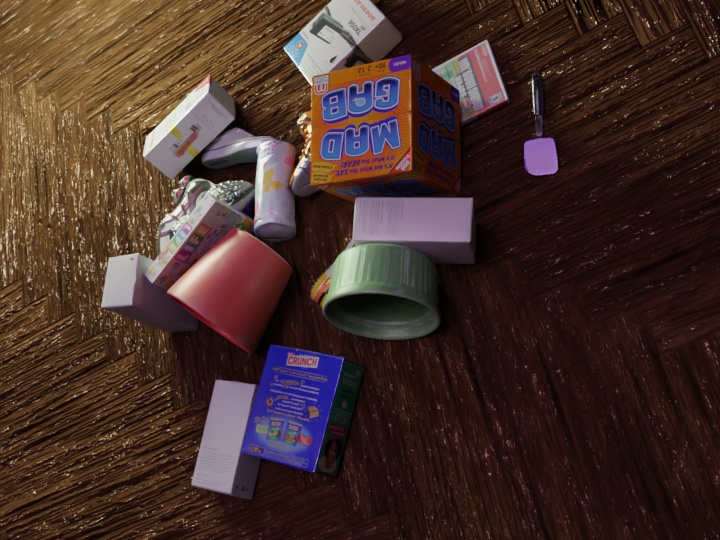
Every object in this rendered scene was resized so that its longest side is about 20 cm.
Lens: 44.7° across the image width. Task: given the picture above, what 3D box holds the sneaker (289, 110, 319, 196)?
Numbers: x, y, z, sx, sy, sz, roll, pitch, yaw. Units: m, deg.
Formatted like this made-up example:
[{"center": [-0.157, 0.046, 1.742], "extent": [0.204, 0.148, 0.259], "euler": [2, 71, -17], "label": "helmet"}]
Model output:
[{"center": [-0.094, -0.242, 1.745], "extent": [0.112, 0.078, 0.200], "euler": [28, 77, 40], "label": "sneaker"}]

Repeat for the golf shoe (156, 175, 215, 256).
[{"center": [-0.354, -0.096, 1.787], "extent": [0.088, 0.077, 0.201], "euler": [11, 79, 27], "label": "golf shoe"}]

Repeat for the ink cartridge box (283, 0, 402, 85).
[{"center": [-0.036, -0.462, 1.777], "extent": [0.200, 0.084, 0.145], "euler": [-42, 56, 11], "label": "ink cartridge box"}]

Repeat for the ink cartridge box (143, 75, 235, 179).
[{"center": [-0.368, -0.310, 1.892], "extent": [0.200, 0.083, 0.145], "euler": [-41, 26, 12], "label": "ink cartridge box"}]

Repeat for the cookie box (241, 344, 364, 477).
[{"center": [-0.102, 0.247, 1.557], "extent": [0.170, 0.075, 0.201], "euler": [7, 76, 34], "label": "cookie box"}]

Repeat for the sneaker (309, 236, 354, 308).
[{"center": [0.000, 0.000, 1.602], "extent": [0.090, 0.070, 0.200], "euler": [42, 93, 15], "label": "sneaker"}]

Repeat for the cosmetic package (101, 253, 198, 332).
[{"center": [-0.410, 0.048, 1.744], "extent": [0.084, 0.200, 0.108], "euler": [-6, 68, 29], "label": "cosmetic package"}]

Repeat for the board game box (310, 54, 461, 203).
[{"center": [0.048, -0.237, 1.552], "extent": [0.199, 0.200, 0.201], "euler": [-5, 80, 30], "label": "board game box"}]

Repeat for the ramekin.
[{"center": [0.040, 0.035, 1.480], "extent": [0.199, 0.200, 0.098], "euler": [-9, 60, 29], "label": "ramekin"}]

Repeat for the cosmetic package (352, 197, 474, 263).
[{"center": [0.095, -0.066, 1.491], "extent": [0.199, 0.108, 0.085], "euler": [0, 69, 9], "label": "cosmetic package"}]

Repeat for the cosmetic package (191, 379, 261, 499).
[{"center": [-0.234, 0.310, 1.617], "extent": [0.101, 0.074, 0.201], "euler": [4, 72, 32], "label": "cosmetic package"}]

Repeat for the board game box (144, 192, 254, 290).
[{"center": [-0.308, -0.041, 1.700], "extent": [0.200, 0.134, 0.034], "euler": [-51, 55, 6], "label": "board game box"}]

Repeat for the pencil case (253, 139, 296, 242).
[{"center": [-0.168, -0.158, 1.744], "extent": [0.083, 0.091, 0.201], "euler": [-6, 69, 10], "label": "pencil case"}]

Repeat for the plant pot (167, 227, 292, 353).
[{"center": [-0.235, 0.031, 1.661], "extent": [0.200, 0.200, 0.178], "euler": [26, 76, 36], "label": "plant pot"}]

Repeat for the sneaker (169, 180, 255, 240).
[{"center": [-0.290, -0.103, 1.752], "extent": [0.200, 0.087, 0.074], "euler": [-40, 52, -10], "label": "sneaker"}]

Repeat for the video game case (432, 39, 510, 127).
[{"center": [0.171, -0.328, 1.640], "extent": [0.199, 0.017, 0.144], "euler": [-25, 61, 22], "label": "video game case"}]

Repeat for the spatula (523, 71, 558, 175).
[{"center": [0.310, -0.259, 1.525], "extent": [0.056, 0.021, 0.201], "euler": [-5, 67, 17], "label": "spatula"}]

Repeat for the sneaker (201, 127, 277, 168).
[{"center": [-0.256, -0.268, 1.846], "extent": [0.199, 0.073, 0.071], "euler": [-5, 73, 30], "label": "sneaker"}]

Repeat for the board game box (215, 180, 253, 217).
[{"center": [-0.298, -0.079, 1.818], "extent": [0.134, 0.045, 0.201], "euler": [-5, 70, 30], "label": "board game box"}]
